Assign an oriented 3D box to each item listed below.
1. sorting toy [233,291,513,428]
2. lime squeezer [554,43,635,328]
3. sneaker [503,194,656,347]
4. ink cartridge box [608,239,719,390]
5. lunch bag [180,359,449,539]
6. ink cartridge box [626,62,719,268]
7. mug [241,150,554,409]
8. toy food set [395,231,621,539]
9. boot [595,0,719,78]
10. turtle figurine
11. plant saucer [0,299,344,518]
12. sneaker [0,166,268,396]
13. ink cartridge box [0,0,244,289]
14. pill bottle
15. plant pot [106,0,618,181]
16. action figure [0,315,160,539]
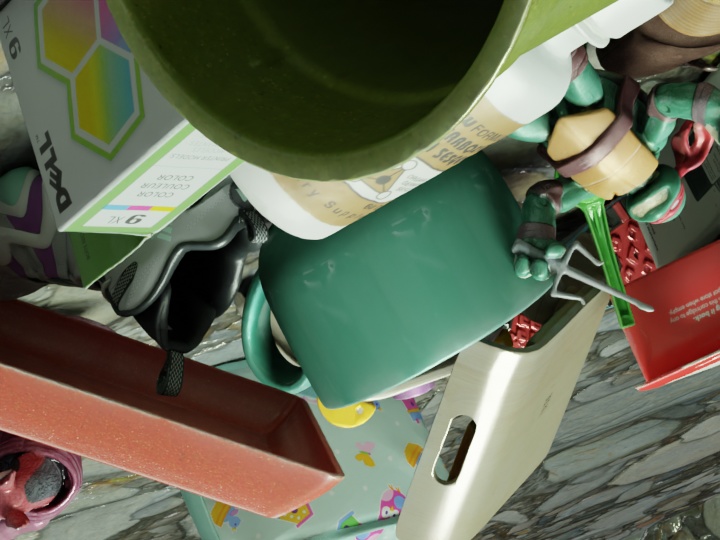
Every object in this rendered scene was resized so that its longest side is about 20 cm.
[{"bbox_3d":[0.017,0.036,1.258,0.198,0.108,0.180,-19,-179,-7],"label":"sorting toy"},{"bbox_3d":[0.137,-0.066,1.058,0.037,0.071,0.202,-24,121,-18],"label":"lime squeezer"},{"bbox_3d":[0.156,-0.004,1.325,0.199,0.080,0.095,-29,-163,-12],"label":"sneaker"},{"bbox_3d":[0.234,0.018,1.132,0.115,0.068,0.200,-27,171,22],"label":"ink cartridge box"},{"bbox_3d":[-0.048,0.151,1.345,0.198,0.171,0.122,-9,151,-32],"label":"lunch bag"},{"bbox_3d":[0.281,-0.085,1.180,0.145,0.084,0.200,-13,161,-22],"label":"ink cartridge box"},{"bbox_3d":[0.004,-0.001,1.020,0.184,0.115,0.152,-29,-175,1],"label":"mug"},{"bbox_3d":[0.087,0.069,1.099,0.200,0.060,0.145,-35,148,-57],"label":"toy food set"},{"bbox_3d":[0.234,-0.166,0.967,0.198,0.073,0.166,-18,174,-13],"label":"boot"},{"bbox_3d":[0.124,-0.064,0.957,0.199,0.101,0.150,36,106,-26],"label":"turtle figurine"},{"bbox_3d":[-0.116,0.068,0.918,0.198,0.037,0.200,19,-177,-9],"label":"plant saucer"},{"bbox_3d":[-0.122,0.004,0.896,0.077,0.141,0.200,-1,153,-46],"label":"sneaker"},{"bbox_3d":[-0.093,-0.083,0.746,0.059,0.105,0.199,0,153,-47],"label":"ink cartridge box"},{"bbox_3d":[0.032,-0.107,0.799,0.199,0.115,0.114,-29,160,22],"label":"pill bottle"},{"bbox_3d":[0.035,-0.149,0.618,0.189,0.201,0.200,-21,167,-47],"label":"plant pot"},{"bbox_3d":[-0.186,0.108,1.043,0.147,0.200,0.135,16,105,-14],"label":"action figure"}]
